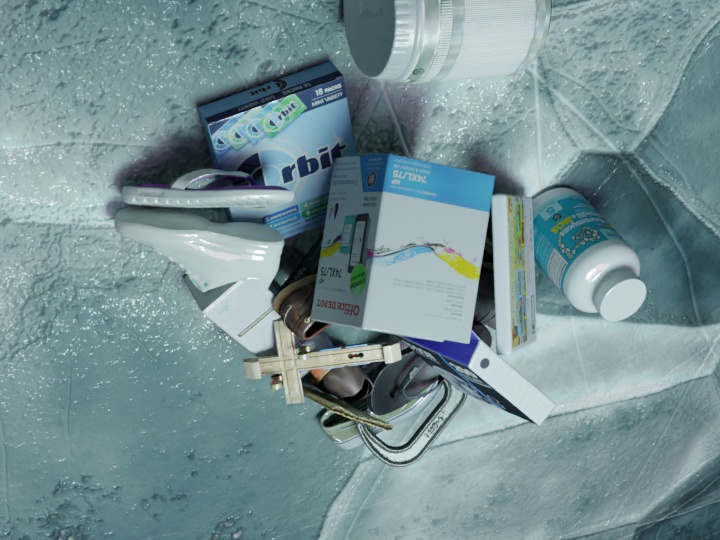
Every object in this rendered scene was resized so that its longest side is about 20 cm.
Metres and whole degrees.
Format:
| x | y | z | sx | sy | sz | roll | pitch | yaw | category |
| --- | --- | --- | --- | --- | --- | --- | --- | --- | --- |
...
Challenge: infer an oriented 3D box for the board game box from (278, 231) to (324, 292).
| x | y | z | sx | sy | sz | roll | pitch | yaw | category |
| --- | --- | --- | --- | --- | --- | --- | --- | --- | --- |
| 0.000 | 0.000 | 1.619 | 0.200 | 0.028 | 0.135 | 15 | 118 | -52 | board game box |

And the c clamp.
| x | y | z | sx | sy | sz | roll | pitch | yaw | category |
| --- | --- | --- | --- | --- | --- | --- | --- | --- | --- |
| 0.060 | 0.172 | 1.753 | 0.171 | 0.027 | 0.200 | 33 | 88 | -14 | c clamp |

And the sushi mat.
| x | y | z | sx | sy | sz | roll | pitch | yaw | category |
| --- | --- | --- | --- | --- | --- | --- | --- | --- | --- |
| -0.038 | 0.177 | 1.657 | 0.096 | 0.200 | 0.012 | 23 | 86 | -27 | sushi mat |

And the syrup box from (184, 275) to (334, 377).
| x | y | z | sx | sy | sz | roll | pitch | yaw | category |
| --- | --- | --- | --- | --- | --- | --- | --- | --- | --- |
| -0.128 | 0.057 | 1.593 | 0.081 | 0.079 | 0.200 | -40 | 134 | 5 | syrup box |

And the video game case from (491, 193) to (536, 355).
| x | y | z | sx | sy | sz | roll | pitch | yaw | category |
| --- | --- | --- | --- | --- | --- | --- | --- | --- | --- |
| 0.200 | 0.002 | 1.607 | 0.023 | 0.182 | 0.200 | -1 | 92 | 18 | video game case |

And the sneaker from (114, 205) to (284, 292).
| x | y | z | sx | sy | sz | roll | pitch | yaw | category |
| --- | --- | --- | --- | --- | --- | --- | --- | --- | --- |
| -0.196 | -0.019 | 1.461 | 0.200 | 0.075 | 0.089 | 12 | 115 | -5 | sneaker |

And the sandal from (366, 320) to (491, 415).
| x | y | z | sx | sy | sz | roll | pitch | yaw | category |
| --- | --- | --- | --- | --- | --- | --- | --- | --- | --- |
| 0.095 | 0.134 | 1.709 | 0.200 | 0.043 | 0.076 | -32 | 122 | -7 | sandal |

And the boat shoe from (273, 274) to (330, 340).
| x | y | z | sx | sy | sz | roll | pitch | yaw | category |
| --- | --- | --- | --- | --- | --- | --- | --- | --- | --- |
| -0.009 | 0.023 | 1.547 | 0.200 | 0.070 | 0.070 | -32 | 140 | -17 | boat shoe |

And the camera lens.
| x | y | z | sx | sy | sz | roll | pitch | yaw | category |
| --- | --- | --- | --- | --- | --- | --- | --- | --- | --- |
| 0.100 | -0.292 | 1.378 | 0.200 | 0.160 | 0.160 | -8 | 129 | -22 | camera lens |

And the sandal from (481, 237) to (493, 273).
| x | y | z | sx | sy | sz | roll | pitch | yaw | category |
| --- | --- | --- | --- | --- | --- | --- | --- | --- | --- |
| 0.115 | -0.072 | 1.612 | 0.201 | 0.080 | 0.057 | 40 | 63 | -23 | sandal |

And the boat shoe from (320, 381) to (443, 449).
| x | y | z | sx | sy | sz | roll | pitch | yaw | category |
| --- | --- | --- | --- | --- | --- | --- | --- | --- | --- |
| 0.033 | 0.190 | 1.789 | 0.200 | 0.072 | 0.062 | -37 | 140 | 7 | boat shoe |

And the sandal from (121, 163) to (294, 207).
| x | y | z | sx | sy | sz | roll | pitch | yaw | category |
| --- | --- | --- | --- | --- | --- | --- | --- | --- | --- |
| -0.177 | -0.098 | 1.412 | 0.203 | 0.082 | 0.050 | 0 | 90 | 8 | sandal |

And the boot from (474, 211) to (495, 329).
| x | y | z | sx | sy | sz | roll | pitch | yaw | category |
| --- | --- | --- | --- | --- | --- | --- | --- | --- | --- |
| 0.186 | -0.003 | 1.733 | 0.132 | 0.070 | 0.200 | 0 | 132 | -37 | boot |

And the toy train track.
| x | y | z | sx | sy | sz | roll | pitch | yaw | category |
| --- | --- | --- | --- | --- | --- | --- | --- | --- | --- |
| -0.048 | 0.116 | 1.554 | 0.200 | 0.033 | 0.115 | -7 | 108 | 2 | toy train track |

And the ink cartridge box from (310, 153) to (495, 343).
| x | y | z | sx | sy | sz | roll | pitch | yaw | category |
| --- | --- | --- | --- | --- | --- | --- | --- | --- | --- |
| 0.048 | -0.024 | 1.451 | 0.146 | 0.147 | 0.200 | 9 | 88 | -27 | ink cartridge box |

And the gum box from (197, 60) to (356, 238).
| x | y | z | sx | sy | sz | roll | pitch | yaw | category |
| --- | --- | --- | --- | --- | --- | --- | --- | --- | --- |
| -0.091 | -0.133 | 1.485 | 0.170 | 0.045 | 0.200 | -21 | 133 | -12 | gum box |

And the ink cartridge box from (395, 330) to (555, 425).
| x | y | z | sx | sy | sz | roll | pitch | yaw | category |
| --- | --- | --- | --- | --- | --- | --- | --- | --- | --- |
| 0.125 | 0.110 | 1.589 | 0.200 | 0.198 | 0.043 | 42 | 79 | -28 | ink cartridge box |

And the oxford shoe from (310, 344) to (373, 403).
| x | y | z | sx | sy | sz | roll | pitch | yaw | category |
| --- | --- | --- | --- | --- | --- | --- | --- | --- | --- |
| -0.021 | 0.153 | 1.678 | 0.071 | 0.073 | 0.200 | -43 | 170 | -1 | oxford shoe |

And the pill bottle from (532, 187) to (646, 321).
| x | y | z | sx | sy | sz | roll | pitch | yaw | category |
| --- | --- | --- | --- | --- | --- | --- | --- | --- | --- |
| 0.304 | -0.018 | 1.678 | 0.111 | 0.200 | 0.111 | -15 | 131 | -18 | pill bottle |
